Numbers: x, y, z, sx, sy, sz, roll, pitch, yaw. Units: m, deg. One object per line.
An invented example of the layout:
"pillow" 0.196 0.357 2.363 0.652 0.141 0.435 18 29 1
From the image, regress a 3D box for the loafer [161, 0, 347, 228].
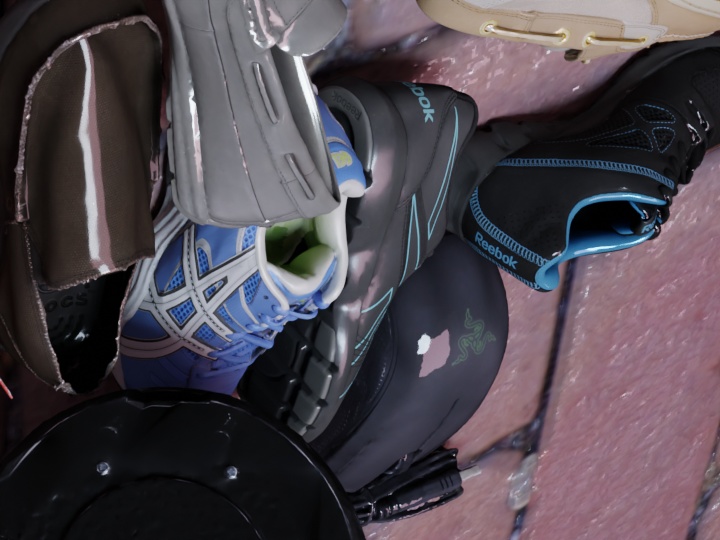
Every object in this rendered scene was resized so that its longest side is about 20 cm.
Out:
"loafer" -0.040 -0.104 0.875 0.070 0.070 0.200 2 129 5

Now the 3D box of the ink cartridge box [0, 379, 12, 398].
"ink cartridge box" -0.192 -0.049 0.719 0.057 0.163 0.200 -32 146 -13

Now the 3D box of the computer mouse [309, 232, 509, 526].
"computer mouse" 0.029 0.069 1.189 0.138 0.053 0.200 -14 138 -35

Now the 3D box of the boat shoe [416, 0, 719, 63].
"boat shoe" 0.096 -0.127 1.029 0.200 0.074 0.069 5 136 -48

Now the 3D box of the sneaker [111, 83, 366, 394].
"sneaker" -0.055 0.004 1.004 0.076 0.077 0.200 -17 142 -36

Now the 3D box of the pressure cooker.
"pressure cooker" -0.081 0.151 1.011 0.178 0.176 0.200 -9 166 -6

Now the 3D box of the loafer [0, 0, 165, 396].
"loafer" -0.104 -0.030 0.917 0.073 0.071 0.200 -22 142 -29

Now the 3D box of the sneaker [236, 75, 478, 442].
"sneaker" 0.000 0.000 1.060 0.079 0.075 0.200 -15 138 -40

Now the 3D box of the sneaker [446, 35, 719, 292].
"sneaker" 0.133 -0.048 1.137 0.200 0.082 0.073 -27 143 -24
